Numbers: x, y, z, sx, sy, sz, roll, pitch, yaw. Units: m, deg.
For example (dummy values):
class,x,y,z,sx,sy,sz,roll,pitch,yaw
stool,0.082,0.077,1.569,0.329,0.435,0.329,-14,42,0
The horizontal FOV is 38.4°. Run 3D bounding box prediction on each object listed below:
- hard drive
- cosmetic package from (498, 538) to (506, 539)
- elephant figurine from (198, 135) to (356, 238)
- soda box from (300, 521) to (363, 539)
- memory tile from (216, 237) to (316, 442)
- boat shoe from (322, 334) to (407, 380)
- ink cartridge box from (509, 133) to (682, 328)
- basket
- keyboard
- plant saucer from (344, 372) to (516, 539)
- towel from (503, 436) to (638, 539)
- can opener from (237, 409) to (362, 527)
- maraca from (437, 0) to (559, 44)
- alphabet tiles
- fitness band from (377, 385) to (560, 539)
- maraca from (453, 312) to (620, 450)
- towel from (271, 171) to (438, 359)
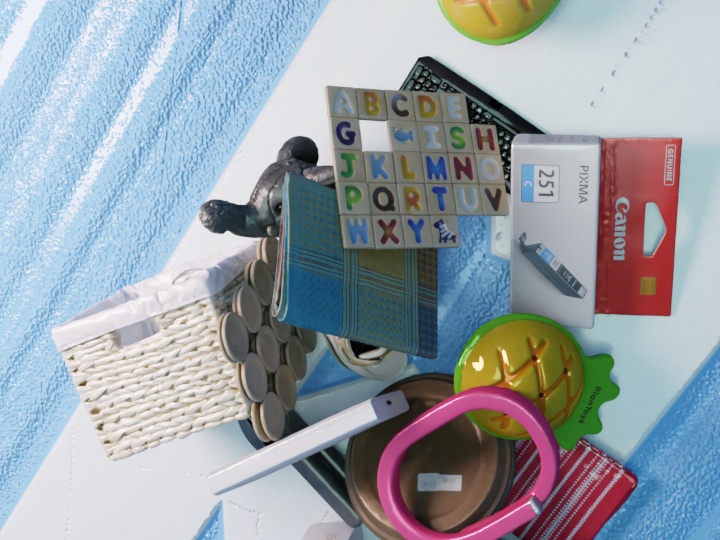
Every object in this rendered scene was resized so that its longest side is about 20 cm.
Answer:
class,x,y,z,sx,sy,sz,roll,pitch,yaw
hard drive,-0.053,0.184,1.110,0.197,0.132,0.027,-26,81,15
cosmetic package,0.149,0.351,1.164,0.197,0.102,0.075,25,105,6
elephant figurine,-0.053,-0.072,1.084,0.139,0.200,0.158,-9,55,27
soda box,-0.046,0.348,1.153,0.067,0.200,0.065,-10,97,13
memory tile,-0.097,0.070,1.109,0.017,0.201,0.155,-12,119,20
boat shoe,0.005,0.072,1.106,0.075,0.200,0.068,-51,50,-5
ink cartridge box,0.246,-0.040,1.091,0.173,0.045,0.204,2,110,13
basket,-0.196,0.084,1.147,0.195,0.200,0.163,-19,97,15
keyboard,0.120,-0.139,1.122,0.198,0.040,0.105,34,104,6
plant saucer,0.073,0.207,1.141,0.196,0.030,0.204,-7,65,16
towel,0.197,0.233,1.175,0.199,0.022,0.146,35,107,7
can opener,-0.067,0.223,1.225,0.200,0.053,0.067,47,137,1
maraca,0.154,-0.329,1.041,0.135,0.107,0.203,27,103,4
alphabet tiles,0.063,-0.105,1.061,0.196,0.008,0.171,-1,76,-25
fitness band,0.107,0.204,1.052,0.199,0.037,0.145,-34,86,23
maraca,0.189,0.121,1.102,0.197,0.107,0.139,21,102,-21
towel,0.000,0.000,1.025,0.022,0.198,0.150,-21,60,48
